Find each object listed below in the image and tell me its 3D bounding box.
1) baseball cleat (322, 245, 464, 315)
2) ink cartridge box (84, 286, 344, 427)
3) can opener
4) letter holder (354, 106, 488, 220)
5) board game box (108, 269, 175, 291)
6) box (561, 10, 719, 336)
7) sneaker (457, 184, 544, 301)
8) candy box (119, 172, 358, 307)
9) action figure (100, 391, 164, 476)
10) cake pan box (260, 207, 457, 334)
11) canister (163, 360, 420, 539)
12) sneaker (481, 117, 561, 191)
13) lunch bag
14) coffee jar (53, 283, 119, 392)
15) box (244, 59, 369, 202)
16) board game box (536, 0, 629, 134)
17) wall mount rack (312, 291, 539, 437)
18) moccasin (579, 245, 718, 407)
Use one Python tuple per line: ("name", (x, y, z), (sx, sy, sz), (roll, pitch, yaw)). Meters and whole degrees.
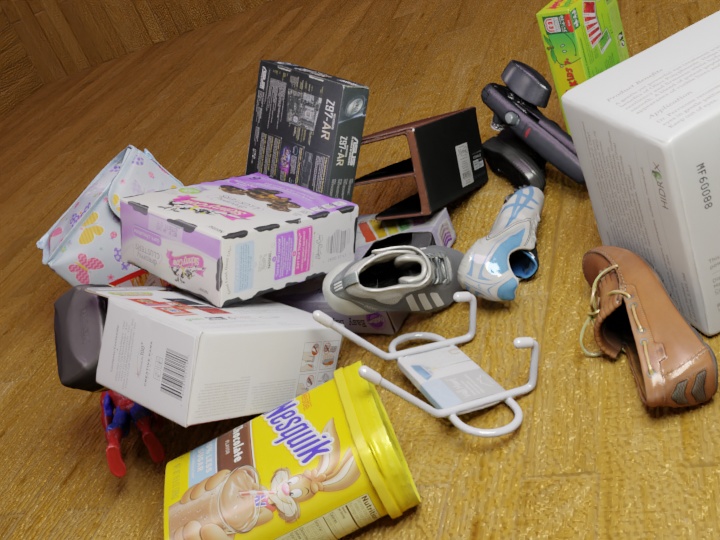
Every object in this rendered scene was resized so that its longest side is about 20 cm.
("baseball cleat", (0.060, 0.008, 0.857), (0.197, 0.071, 0.106), (-13, -6, -37))
("ink cartridge box", (-0.145, 0.073, 0.822), (0.173, 0.086, 0.198), (16, 8, 37))
("can opener", (0.214, -0.169, 1.015), (0.062, 0.079, 0.201), (-11, 51, -29))
("letter holder", (0.057, -0.132, 1.073), (0.140, 0.103, 0.199), (-7, 13, 31))
("board game box", (-0.203, 0.011, 1.042), (0.149, 0.047, 0.199), (-12, -2, -37))
("box", (0.320, -0.095, 0.752), (0.196, 0.202, 0.172), (-28, 29, -5))
("sneaker", (0.167, -0.028, 0.920), (0.072, 0.073, 0.200), (26, 40, 14))
("candy box", (-0.127, -0.040, 0.900), (0.166, 0.073, 0.198), (20, 25, 36))
("action figure", (-0.250, 0.161, 0.922), (0.064, 0.053, 0.200), (-23, 21, -11))
("cake pan box", (0.000, 0.000, 1.012), (0.197, 0.053, 0.185), (-1, 38, 37))
("canister", (-0.063, 0.178, 0.718), (0.197, 0.088, 0.149), (-27, 27, 0))
("sneaker", (0.222, -0.162, 1.098), (0.103, 0.061, 0.200), (-30, 24, 0))
("lunch bag", (-0.314, -0.048, 1.166), (0.201, 0.170, 0.127), (-49, 31, -6))
("coffee jar", (-0.223, 0.077, 0.889), (0.085, 0.198, 0.106), (-28, 63, 31))
("box", (-0.072, -0.135, 1.010), (0.043, 0.204, 0.159), (-7, 23, -43))
("board game box", (0.283, -0.239, 1.028), (0.047, 0.202, 0.101), (9, 41, 47))
("wall mount rack", (0.057, 0.077, 0.767), (0.170, 0.076, 0.200), (-10, 23, -20))
("moccasin", (0.230, 0.045, 0.731), (0.076, 0.075, 0.203), (-14, 38, 2))
